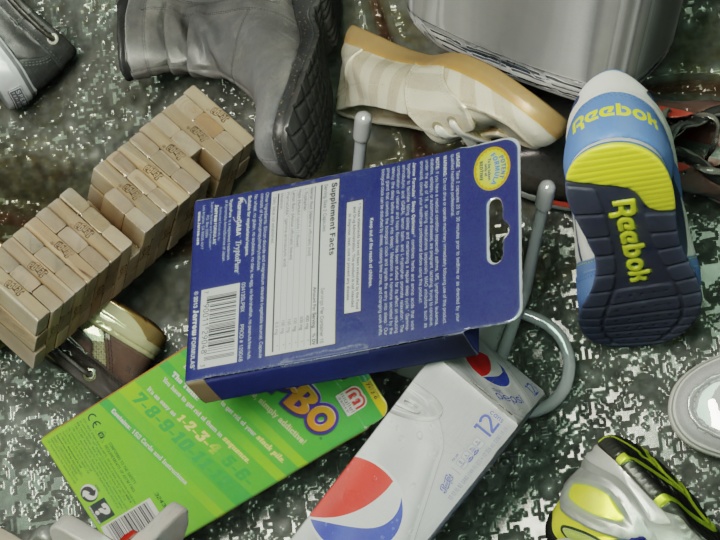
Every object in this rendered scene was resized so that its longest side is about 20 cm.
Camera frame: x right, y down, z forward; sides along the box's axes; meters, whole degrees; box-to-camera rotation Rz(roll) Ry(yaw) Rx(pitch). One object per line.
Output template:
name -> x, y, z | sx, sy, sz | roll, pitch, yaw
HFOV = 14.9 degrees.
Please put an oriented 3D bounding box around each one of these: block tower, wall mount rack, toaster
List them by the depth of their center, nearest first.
toaster -> 0.114, -0.182, 1.574 | 0.199, 0.130, 0.114 | 23, 40, 20
wall mount rack -> 0.036, 0.008, 1.610 | 0.199, 0.075, 0.175 | 21, 101, 12
block tower -> -0.148, -0.024, 1.625 | 0.058, 0.054, 0.200 | 40, 57, 14

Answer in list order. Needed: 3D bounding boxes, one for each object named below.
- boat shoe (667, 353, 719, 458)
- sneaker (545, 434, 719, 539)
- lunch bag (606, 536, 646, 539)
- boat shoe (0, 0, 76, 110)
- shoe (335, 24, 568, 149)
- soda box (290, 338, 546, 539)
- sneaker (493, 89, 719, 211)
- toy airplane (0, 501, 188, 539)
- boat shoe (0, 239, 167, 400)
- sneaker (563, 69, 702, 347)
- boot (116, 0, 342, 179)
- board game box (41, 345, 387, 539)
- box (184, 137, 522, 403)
boat shoe -> 0.275, 0.076, 1.576 | 0.198, 0.069, 0.073 | 4, 81, 10
sneaker -> 0.189, 0.188, 1.578 | 0.076, 0.075, 0.200 | -47, 70, 14
lunch bag -> 0.061, 0.203, 1.484 | 0.150, 0.200, 0.095 | -19, 76, 25
boat shoe -> -0.251, -0.191, 1.712 | 0.056, 0.069, 0.200 | -35, 82, -7
shoe -> 0.049, -0.095, 1.607 | 0.200, 0.070, 0.054 | 25, 86, 54
soda box -> 0.018, 0.131, 1.569 | 0.063, 0.068, 0.200 | 39, 111, 5
sneaker -> 0.169, -0.078, 1.613 | 0.198, 0.082, 0.078 | 2, 80, 9
toy airplane -> -0.124, 0.215, 1.580 | 0.198, 0.141, 0.201 | -24, 91, 36
boat shoe -> -0.216, 0.020, 1.662 | 0.199, 0.073, 0.065 | 24, 80, 12
sneaker -> 0.153, -0.031, 1.563 | 0.073, 0.201, 0.083 | -6, 52, 3
boot -> -0.083, -0.121, 1.638 | 0.131, 0.070, 0.201 | -3, 38, 8
board game box -> -0.083, 0.089, 1.612 | 0.199, 0.030, 0.096 | -32, 93, 23
box -> 0.000, 0.000, 1.535 | 0.199, 0.032, 0.122 | -11, 57, 20
